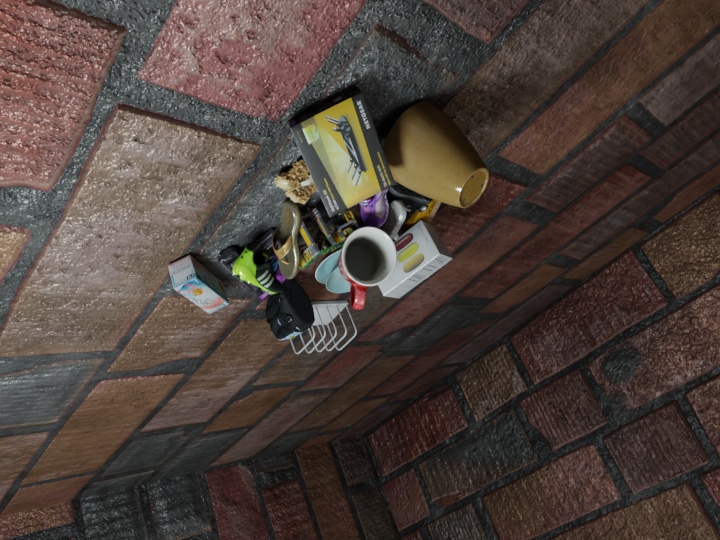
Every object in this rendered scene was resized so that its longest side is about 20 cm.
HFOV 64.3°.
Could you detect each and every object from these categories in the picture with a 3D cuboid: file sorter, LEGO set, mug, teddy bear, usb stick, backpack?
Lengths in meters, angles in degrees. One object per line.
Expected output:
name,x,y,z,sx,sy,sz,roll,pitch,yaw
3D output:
file sorter,-0.131,0.191,1.902,0.196,0.127,0.139,2,144,-43
LEGO set,-0.097,-0.105,1.421,0.197,0.118,0.154,-30,178,-20
mug,-0.007,-0.010,1.411,0.179,0.132,0.200,-53,-175,-8
teddy bear,-0.093,-0.218,1.236,0.143,0.068,0.199,28,126,-38
usb stick,-0.306,-0.004,1.473,0.055,0.033,0.201,-34,155,-2
backpack,-0.210,0.124,1.672,0.151,0.166,0.200,-21,166,-43

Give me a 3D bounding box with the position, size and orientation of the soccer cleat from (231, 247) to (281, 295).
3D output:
soccer cleat,-0.237,0.004,1.395,0.083,0.067,0.200,-58,155,-2

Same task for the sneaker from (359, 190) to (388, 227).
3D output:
sneaker,0.024,-0.170,1.356,0.089,0.079,0.204,-50,159,-38

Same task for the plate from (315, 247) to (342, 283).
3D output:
plate,-0.046,-0.025,1.685,0.195,0.026,0.202,-22,155,-11

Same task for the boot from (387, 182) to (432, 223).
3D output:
boot,0.071,-0.171,1.476,0.161,0.068,0.199,21,150,-25

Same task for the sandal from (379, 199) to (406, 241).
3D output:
sandal,0.078,-0.104,1.452,0.048,0.085,0.203,-5,160,-24

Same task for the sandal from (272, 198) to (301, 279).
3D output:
sandal,-0.180,-0.072,1.357,0.053,0.080,0.205,-21,134,-36

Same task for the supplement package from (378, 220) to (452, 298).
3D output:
supplement package,0.136,-0.029,1.585,0.198,0.116,0.109,-37,159,21

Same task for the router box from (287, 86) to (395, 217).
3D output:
router box,-0.035,-0.233,1.143,0.153,0.053,0.204,-25,120,1

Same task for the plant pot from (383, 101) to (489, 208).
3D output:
plant pot,0.176,-0.230,1.230,0.183,0.200,0.190,-30,143,-25

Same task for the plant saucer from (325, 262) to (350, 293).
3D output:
plant saucer,-0.017,-0.005,1.675,0.195,0.039,0.203,-21,154,-11

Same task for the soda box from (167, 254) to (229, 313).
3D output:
soda box,-0.397,0.038,1.421,0.062,0.070,0.201,-25,156,2

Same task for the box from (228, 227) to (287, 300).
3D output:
box,-0.241,-0.011,1.477,0.142,0.036,0.201,-41,154,-4

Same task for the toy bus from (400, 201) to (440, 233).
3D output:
toy bus,0.165,-0.173,1.553,0.076,0.066,0.202,-15,153,-24
